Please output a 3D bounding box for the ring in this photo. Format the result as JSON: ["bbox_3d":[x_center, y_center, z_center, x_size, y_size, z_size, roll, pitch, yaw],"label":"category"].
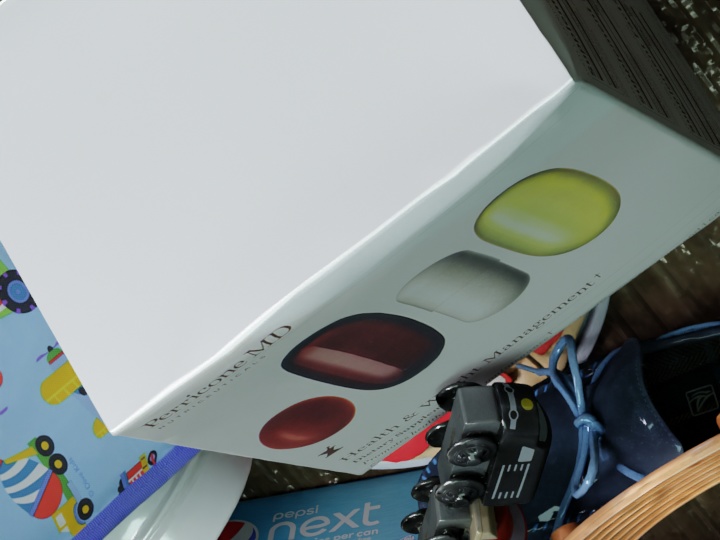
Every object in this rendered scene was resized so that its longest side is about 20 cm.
[{"bbox_3d":[0.151,0.092,1.151,0.199,0.019,0.201,-20,155,-10],"label":"ring"}]

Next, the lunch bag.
[{"bbox_3d":[-0.134,0.032,1.075,0.151,0.200,0.094,52,149,-3],"label":"lunch bag"}]

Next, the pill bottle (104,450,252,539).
[{"bbox_3d":[-0.146,0.050,1.168,0.200,0.113,0.113,35,119,-13],"label":"pill bottle"}]

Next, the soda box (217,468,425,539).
[{"bbox_3d":[-0.016,0.135,1.234,0.199,0.064,0.068,-11,120,13],"label":"soda box"}]

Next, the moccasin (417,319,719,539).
[{"bbox_3d":[0.110,0.050,1.147,0.199,0.081,0.068,-27,159,3],"label":"moccasin"}]

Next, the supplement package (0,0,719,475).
[{"bbox_3d":[-0.002,-0.046,1.004,0.191,0.200,0.148,-37,70,16],"label":"supplement package"}]

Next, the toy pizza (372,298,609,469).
[{"bbox_3d":[0.000,0.000,1.169,0.199,0.032,0.201,3,122,5],"label":"toy pizza"}]

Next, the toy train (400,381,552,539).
[{"bbox_3d":[0.040,0.099,1.106,0.045,0.034,0.200,-3,147,-10],"label":"toy train"}]
